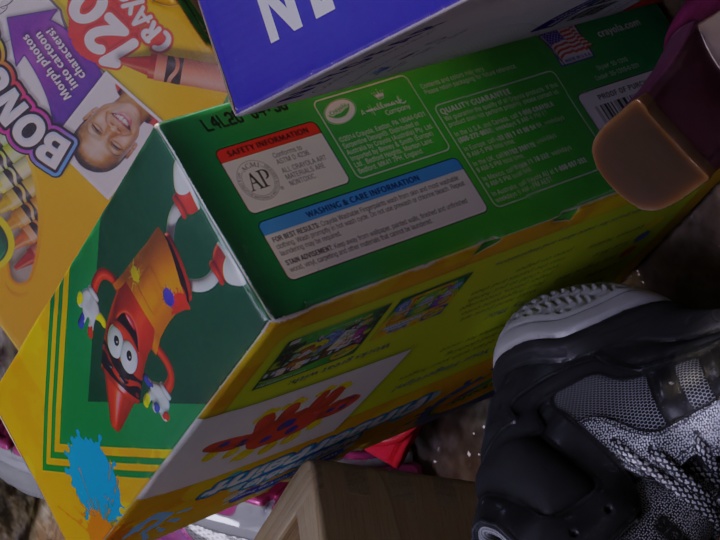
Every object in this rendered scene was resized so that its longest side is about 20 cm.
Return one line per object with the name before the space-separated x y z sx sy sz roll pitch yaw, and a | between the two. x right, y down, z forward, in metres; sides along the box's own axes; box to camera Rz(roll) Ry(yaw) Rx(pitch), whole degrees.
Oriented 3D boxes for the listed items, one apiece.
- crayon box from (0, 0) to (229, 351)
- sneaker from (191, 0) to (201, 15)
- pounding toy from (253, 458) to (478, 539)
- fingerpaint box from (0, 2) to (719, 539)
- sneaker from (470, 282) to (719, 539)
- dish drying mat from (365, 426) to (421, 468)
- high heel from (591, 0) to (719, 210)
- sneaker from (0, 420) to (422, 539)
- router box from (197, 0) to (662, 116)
crayon box | -0.115 -0.071 0.830 0.201 0.118 0.058 55 -176 -10
sneaker | -0.100 -0.037 0.978 0.078 0.082 0.201 36 133 37
pounding toy | 0.016 0.184 0.826 0.201 0.141 0.185 121 151 -42
fingerpaint box | 0.000 0.000 0.762 0.074 0.199 0.167 58 143 16
sneaker | 0.110 0.058 0.689 0.199 0.114 0.076 -9 135 42
dish drying mat | -0.056 -0.001 0.909 0.199 0.018 0.077 32 124 6
high heel | 0.138 -0.081 0.614 0.068 0.096 0.200 51 151 -9
sneaker | -0.069 0.100 0.968 0.199 0.081 0.089 17 128 25
router box | 0.078 -0.107 0.629 0.199 0.179 0.049 -20 89 55
